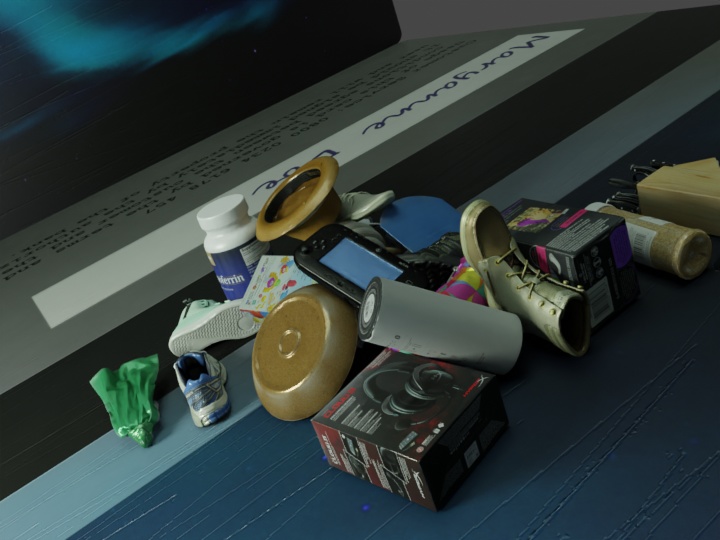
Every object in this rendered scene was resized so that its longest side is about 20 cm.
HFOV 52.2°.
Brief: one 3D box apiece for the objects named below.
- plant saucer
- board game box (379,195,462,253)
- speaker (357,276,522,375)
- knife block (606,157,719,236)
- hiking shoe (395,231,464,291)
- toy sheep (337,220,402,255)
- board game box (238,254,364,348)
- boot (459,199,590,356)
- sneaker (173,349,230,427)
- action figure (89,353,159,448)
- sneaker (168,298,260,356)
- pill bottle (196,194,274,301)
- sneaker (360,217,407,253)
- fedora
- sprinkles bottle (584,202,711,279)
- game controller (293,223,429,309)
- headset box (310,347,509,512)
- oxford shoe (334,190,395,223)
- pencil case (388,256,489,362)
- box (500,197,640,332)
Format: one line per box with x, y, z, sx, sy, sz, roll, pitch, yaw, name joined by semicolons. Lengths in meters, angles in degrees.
-0.091;0.107;1.037;0.197;0.035;0.204;-21;55;32;plant saucer
0.128;-0.053;1.268;0.157;0.039;0.199;-27;56;-37;board game box
0.100;0.071;0.913;0.196;0.083;0.081;15;18;-16;speaker
0.467;-0.109;1.130;0.172;0.065;0.201;-12;26;22;knife block
0.131;-0.013;1.156;0.195;0.077;0.101;-3;34;-8;hiking shoe
-0.006;-0.019;1.257;0.137;0.140;0.199;-31;27;-23;toy sheep
-0.080;0.047;1.168;0.197;0.103;0.107;2;61;42;board game box
0.211;0.009;0.929;0.071;0.203;0.154;-34;28;-17;boot
-0.251;0.156;1.143;0.076;0.087;0.200;-27;24;-14;sneaker
-0.356;0.212;1.154;0.116;0.056;0.200;-25;31;-13;action figure
-0.248;0.072;1.320;0.197;0.075;0.119;-20;30;8;sneaker
-0.221;-0.029;1.359;0.113;0.203;0.116;-17;23;8;pill bottle
0.023;-0.073;1.402;0.197;0.076;0.115;-8;29;34;sneaker
-0.095;-0.107;1.281;0.199;0.082;0.202;-34;30;23;fedora
0.399;-0.046;1.048;0.067;0.069;0.200;-27;25;-15;sprinkles bottle
0.000;0.000;1.042;0.198;0.043;0.104;31;62;26;game controller
0.050;0.176;0.866;0.198;0.079;0.148;9;38;46;headset box
-0.016;-0.113;1.319;0.074;0.059;0.198;-20;1;-41;oxford shoe
0.121;0.064;1.030;0.087;0.090;0.200;2;33;41;pencil case
0.268;-0.013;1.020;0.105;0.124;0.199;-31;25;-20;box
